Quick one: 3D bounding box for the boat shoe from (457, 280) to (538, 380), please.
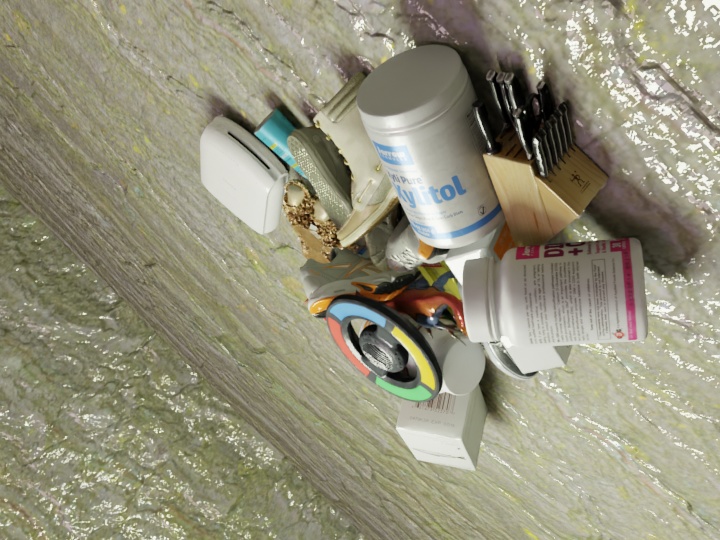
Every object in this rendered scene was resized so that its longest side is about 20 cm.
[{"bbox_3d":[0.210,0.077,1.355,0.201,0.073,0.068,62,161,-20],"label":"boat shoe"}]

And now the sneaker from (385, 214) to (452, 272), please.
[{"bbox_3d":[0.074,-0.029,1.270,0.075,0.092,0.200,38,-169,-6],"label":"sneaker"}]

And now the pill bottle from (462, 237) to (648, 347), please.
[{"bbox_3d":[0.219,0.028,1.083,0.196,0.115,0.114,-5,140,15],"label":"pill bottle"}]

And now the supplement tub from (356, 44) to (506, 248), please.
[{"bbox_3d":[0.088,-0.138,1.102,0.131,0.132,0.201,19,148,45],"label":"supplement tub"}]

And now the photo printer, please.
[{"bbox_3d":[-0.199,-0.164,1.629,0.166,0.070,0.200,41,158,7],"label":"photo printer"}]

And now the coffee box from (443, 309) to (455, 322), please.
[{"bbox_3d":[0.127,0.125,1.620,0.123,0.044,0.200,43,158,2],"label":"coffee box"}]

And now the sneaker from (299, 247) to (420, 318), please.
[{"bbox_3d":[0.000,0.000,1.445,0.093,0.197,0.076,64,147,23],"label":"sneaker"}]

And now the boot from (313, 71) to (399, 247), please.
[{"bbox_3d":[-0.006,-0.142,1.258,0.155,0.072,0.200,43,124,3],"label":"boot"}]

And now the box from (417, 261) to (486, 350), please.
[{"bbox_3d":[0.152,0.030,1.400,0.201,0.050,0.075,54,156,-23],"label":"box"}]

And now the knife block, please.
[{"bbox_3d":[0.177,-0.123,1.067,0.175,0.064,0.200,43,158,2],"label":"knife block"}]

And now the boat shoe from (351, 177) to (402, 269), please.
[{"bbox_3d":[0.025,-0.098,1.366,0.066,0.070,0.203,-98,-3,-54],"label":"boat shoe"}]

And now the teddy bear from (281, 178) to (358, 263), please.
[{"bbox_3d":[-0.066,-0.080,1.544,0.143,0.067,0.201,14,153,30],"label":"teddy bear"}]

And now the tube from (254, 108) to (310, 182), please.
[{"bbox_3d":[-0.074,-0.160,1.464,0.200,0.051,0.077,43,169,-15],"label":"tube"}]

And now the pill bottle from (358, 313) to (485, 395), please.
[{"bbox_3d":[0.094,0.121,1.457,0.199,0.112,0.113,18,148,53],"label":"pill bottle"}]

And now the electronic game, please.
[{"bbox_3d":[0.032,0.111,1.351,0.198,0.042,0.201,31,150,20],"label":"electronic game"}]

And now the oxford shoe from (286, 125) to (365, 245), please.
[{"bbox_3d":[-0.035,-0.127,1.411,0.075,0.058,0.202,-5,120,59],"label":"oxford shoe"}]

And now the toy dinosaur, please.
[{"bbox_3d":[0.090,0.057,1.279,0.181,0.196,0.107,29,-130,-86],"label":"toy dinosaur"}]

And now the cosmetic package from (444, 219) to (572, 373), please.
[{"bbox_3d":[0.198,0.021,1.218,0.071,0.102,0.201,-16,122,40],"label":"cosmetic package"}]

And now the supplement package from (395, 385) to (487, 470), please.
[{"bbox_3d":[0.143,0.252,1.639,0.115,0.119,0.201,6,157,18],"label":"supplement package"}]

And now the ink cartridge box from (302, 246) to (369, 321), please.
[{"bbox_3d":[-0.015,0.023,1.587,0.067,0.116,0.200,44,159,-6],"label":"ink cartridge box"}]
